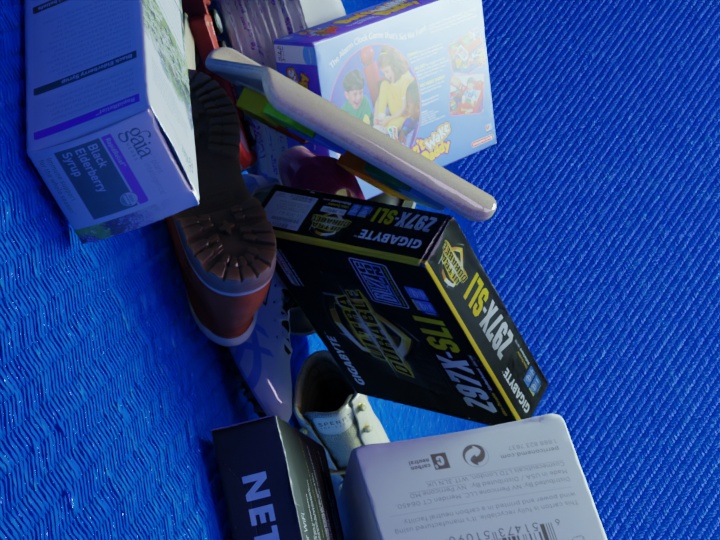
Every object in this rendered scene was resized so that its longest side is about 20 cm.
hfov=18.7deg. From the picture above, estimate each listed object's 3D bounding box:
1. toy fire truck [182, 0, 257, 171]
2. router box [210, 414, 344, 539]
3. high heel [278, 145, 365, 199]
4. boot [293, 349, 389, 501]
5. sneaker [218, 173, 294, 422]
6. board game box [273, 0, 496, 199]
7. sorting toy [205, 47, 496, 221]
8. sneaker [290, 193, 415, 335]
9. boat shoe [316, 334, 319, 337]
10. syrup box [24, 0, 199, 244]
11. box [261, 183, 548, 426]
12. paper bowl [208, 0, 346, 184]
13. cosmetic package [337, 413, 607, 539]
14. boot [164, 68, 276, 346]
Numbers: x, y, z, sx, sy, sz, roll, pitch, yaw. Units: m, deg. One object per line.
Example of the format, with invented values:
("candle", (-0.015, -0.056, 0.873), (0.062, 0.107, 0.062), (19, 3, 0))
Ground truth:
("toy fire truck", (-0.134, -0.165, 1.635), (0.141, 0.048, 0.202), (-32, 105, -82))
("router box", (-0.041, 0.208, 1.467), (0.149, 0.051, 0.202), (49, 27, -72))
("high heel", (0.000, 0.000, 1.638), (0.096, 0.067, 0.201), (39, -29, 61))
("boot", (0.001, 0.174, 1.780), (0.201, 0.072, 0.155), (-109, 177, -52))
("sneaker", (-0.072, 0.018, 1.598), (0.072, 0.072, 0.202), (60, 16, -65))
("board game box", (0.023, -0.140, 1.731), (0.199, 0.045, 0.136), (-24, 114, -43))
("sorting toy", (-0.013, -0.091, 1.508), (0.184, 0.037, 0.200), (29, 3, -19))
("sneaker", (-0.007, -0.040, 1.770), (0.201, 0.074, 0.106), (-61, 176, -8))
("boat shoe", (-0.013, 0.045, 1.853), (0.062, 0.072, 0.200), (34, -7, -17))
("syrup box", (-0.150, -0.118, 1.298), (0.201, 0.081, 0.079), (-99, 167, -46))
("box", (0.029, 0.028, 1.559), (0.050, 0.159, 0.200), (-59, 139, -26))
("paper bowl", (-0.062, -0.173, 1.797), (0.201, 0.104, 0.202), (163, -90, -82))
("cosmetic package", (0.076, 0.234, 1.568), (0.201, 0.163, 0.166), (105, -27, -53))
("boot", (-0.112, -0.044, 1.514), (0.108, 0.074, 0.201), (96, -21, -55))
